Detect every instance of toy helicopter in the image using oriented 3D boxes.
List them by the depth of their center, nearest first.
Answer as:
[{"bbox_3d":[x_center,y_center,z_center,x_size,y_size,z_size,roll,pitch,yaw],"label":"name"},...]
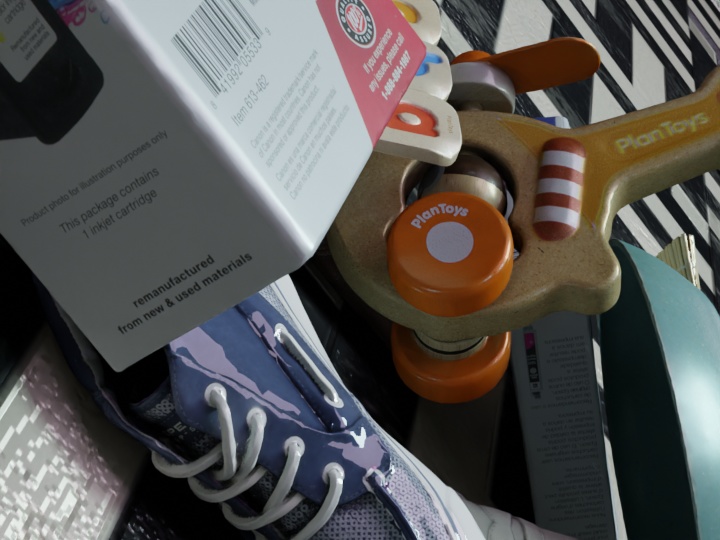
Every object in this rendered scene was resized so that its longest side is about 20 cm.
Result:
[{"bbox_3d":[0.080,-0.044,0.870,0.079,0.199,0.133,85,-17,-56],"label":"toy helicopter"}]

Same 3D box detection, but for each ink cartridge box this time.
[{"bbox_3d":[-0.083,-0.096,0.669,0.200,0.083,0.146,52,31,-15],"label":"ink cartridge box"},{"bbox_3d":[0.095,0.056,1.060,0.197,0.043,0.201,-86,169,-64],"label":"ink cartridge box"}]

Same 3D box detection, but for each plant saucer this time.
[{"bbox_3d":[0.136,0.084,0.922,0.200,0.036,0.201,170,-90,-88],"label":"plant saucer"}]

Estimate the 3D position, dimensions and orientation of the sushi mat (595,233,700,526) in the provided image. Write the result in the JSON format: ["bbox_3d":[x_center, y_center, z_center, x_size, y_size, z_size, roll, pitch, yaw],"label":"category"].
[{"bbox_3d":[0.146,0.093,1.024,0.012,0.096,0.201,-2,75,-24],"label":"sushi mat"}]

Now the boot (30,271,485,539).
[{"bbox_3d":[-0.034,0.065,0.732,0.200,0.073,0.090,53,23,19],"label":"boot"}]

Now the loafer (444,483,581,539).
[{"bbox_3d":[0.053,0.118,0.843,0.200,0.070,0.070,46,20,-28],"label":"loafer"}]

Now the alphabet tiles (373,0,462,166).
[{"bbox_3d":[-0.060,-0.091,0.845,0.194,0.015,0.201,11,35,-12],"label":"alphabet tiles"}]

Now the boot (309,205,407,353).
[{"bbox_3d":[0.000,0.000,0.947,0.200,0.064,0.187,53,19,-25],"label":"boot"}]
